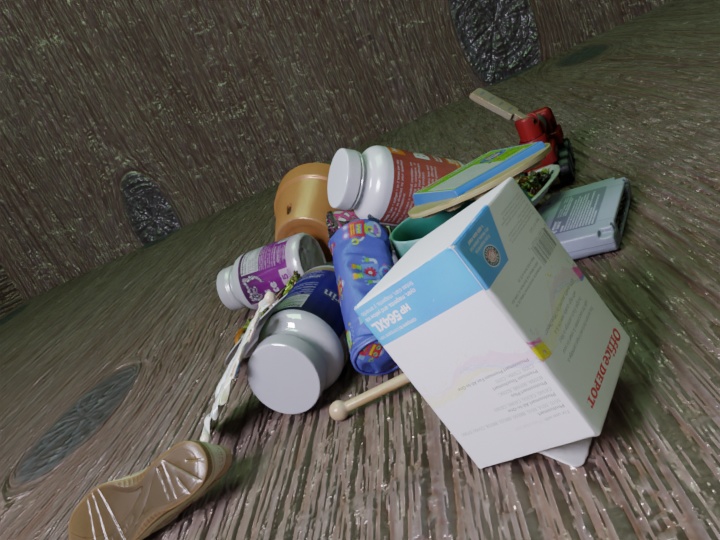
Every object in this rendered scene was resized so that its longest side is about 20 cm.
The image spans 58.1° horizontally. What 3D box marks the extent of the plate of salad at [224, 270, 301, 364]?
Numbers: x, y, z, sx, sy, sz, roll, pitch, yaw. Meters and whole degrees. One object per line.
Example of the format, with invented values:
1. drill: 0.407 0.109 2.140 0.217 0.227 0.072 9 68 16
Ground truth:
1. plate of salad: -0.139 0.067 0.997 0.200 0.048 0.200 -44 -6 -6

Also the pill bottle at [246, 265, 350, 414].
1. pill bottle: -0.064 0.085 0.832 0.114 0.117 0.201 -18 19 24

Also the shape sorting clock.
1. shape sorting clock: 0.152 -0.113 0.833 0.197 0.040 0.200 -25 13 6

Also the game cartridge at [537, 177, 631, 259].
1. game cartridge: 0.297 -0.067 0.896 0.131 0.041 0.200 -10 22 33

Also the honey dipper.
1. honey dipper: 0.053 0.114 0.711 0.197 0.038 0.038 -26 16 8

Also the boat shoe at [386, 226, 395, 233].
1. boat shoe: 0.113 -0.112 1.237 0.062 0.074 0.200 -16 14 36

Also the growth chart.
1. growth chart: -0.153 0.116 0.795 0.203 0.017 0.145 -66 9 -3

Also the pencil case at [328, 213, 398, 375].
1. pencil case: 0.014 0.028 0.803 0.085 0.079 0.203 -2 50 -12

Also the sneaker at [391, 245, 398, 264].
1. sneaker: 0.065 -0.030 1.057 0.070 0.074 0.200 -28 16 4

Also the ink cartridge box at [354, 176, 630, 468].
1. ink cartridge box: 0.119 0.056 0.540 0.125 0.201 0.128 -33 6 44

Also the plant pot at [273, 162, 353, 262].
1. plant pot: -0.089 -0.091 1.303 0.197 0.201 0.141 -17 36 25

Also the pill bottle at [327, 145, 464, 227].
1. pill bottle: 0.056 -0.122 0.962 0.196 0.115 0.112 6 4 -23

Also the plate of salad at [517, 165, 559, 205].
1. plate of salad: 0.223 -0.109 1.021 0.199 0.048 0.200 -39 7 5

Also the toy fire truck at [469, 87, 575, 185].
1. toy fire truck: 0.293 -0.252 1.163 0.127 0.203 0.176 -16 19 25

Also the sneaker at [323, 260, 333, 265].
1. sneaker: 0.000 0.000 1.063 0.078 0.077 0.199 -29 17 -21

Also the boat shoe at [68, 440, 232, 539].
1. boat shoe: -0.223 0.246 0.690 0.198 0.072 0.064 -30 -20 13

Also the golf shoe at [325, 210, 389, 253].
1. golf shoe: -0.008 -0.059 1.054 0.090 0.074 0.200 -8 14 -8

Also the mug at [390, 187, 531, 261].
1. mug: 0.142 -0.027 0.864 0.182 0.116 0.152 -17 18 25

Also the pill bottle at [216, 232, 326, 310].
1. pill bottle: -0.169 0.010 1.217 0.197 0.114 0.113 -18 18 25
